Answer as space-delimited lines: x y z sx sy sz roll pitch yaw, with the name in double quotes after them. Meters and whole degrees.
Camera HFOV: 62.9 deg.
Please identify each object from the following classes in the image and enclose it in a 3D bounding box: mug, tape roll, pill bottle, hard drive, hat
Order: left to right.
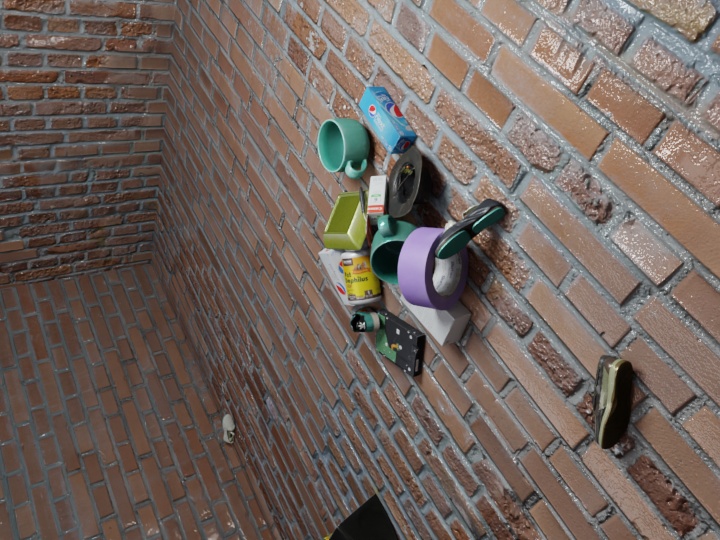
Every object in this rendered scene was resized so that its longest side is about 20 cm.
-0.040 -0.362 1.777 0.151 0.113 0.188 -6 96 55 "mug"
0.000 0.000 1.844 0.109 0.108 0.203 -4 97 56 "pill bottle"
0.116 0.218 1.804 0.199 0.037 0.142 28 122 48 "hard drive"
0.107 -0.068 1.571 0.115 0.150 0.187 -80 3 -49 "mug"
0.143 -0.225 1.583 0.201 0.080 0.203 -43 38 48 "hat"
0.185 -0.006 1.479 0.084 0.199 0.203 8 107 40 "tape roll"

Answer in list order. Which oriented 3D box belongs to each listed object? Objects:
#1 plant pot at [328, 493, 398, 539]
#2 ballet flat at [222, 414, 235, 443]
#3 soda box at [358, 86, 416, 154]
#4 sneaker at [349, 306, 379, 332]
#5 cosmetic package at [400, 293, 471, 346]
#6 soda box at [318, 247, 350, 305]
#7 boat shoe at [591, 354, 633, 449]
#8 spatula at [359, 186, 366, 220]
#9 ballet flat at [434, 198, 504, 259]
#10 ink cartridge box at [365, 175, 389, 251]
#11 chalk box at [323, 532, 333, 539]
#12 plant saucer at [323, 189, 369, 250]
0.017 0.943 2.048 0.177 0.199 0.201 43 134 22 "plant pot"
-0.708 0.861 3.196 0.069 0.069 0.202 44 137 40 "ballet flat"
0.074 -0.422 1.649 0.201 0.063 0.068 61 142 24 "soda box"
-0.001 0.157 1.881 0.200 0.079 0.073 -174 81 -76 "sneaker"
0.202 0.096 1.609 0.200 0.070 0.102 50 137 36 "cosmetic package"
-0.056 0.014 1.914 0.068 0.063 0.202 2 122 56 "soda box"
0.513 0.269 1.216 0.065 0.072 0.203 -146 56 -59 "boat shoe"
0.018 -0.156 1.716 0.057 0.020 0.203 72 -176 -70 "spatula"
0.251 -0.104 1.409 0.073 0.199 0.073 52 -175 -7 "ballet flat"
0.053 -0.154 1.652 0.109 0.050 0.202 71 -160 -55 "ink cartridge box"
-0.078 1.121 2.284 0.124 0.123 0.202 41 130 41 "chalk box"
-0.038 -0.166 1.814 0.199 0.048 0.202 5 70 55 "plant saucer"
